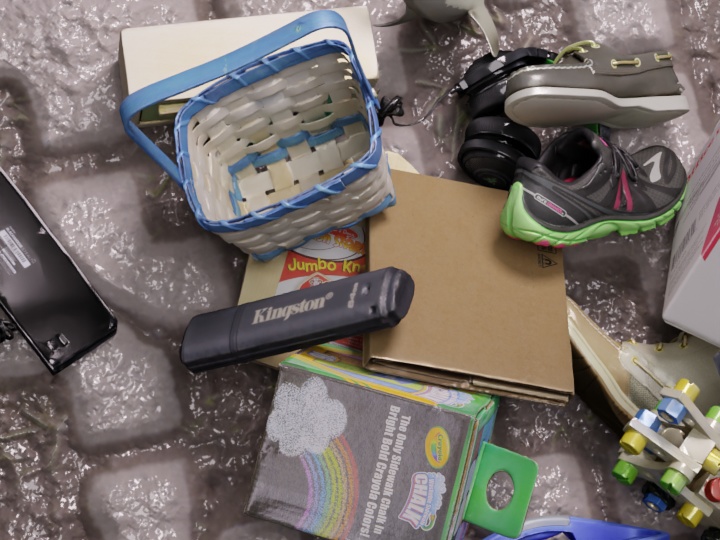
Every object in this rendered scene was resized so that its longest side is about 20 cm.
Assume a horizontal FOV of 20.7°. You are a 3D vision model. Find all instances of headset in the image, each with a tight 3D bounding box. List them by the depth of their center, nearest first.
[{"bbox_3d":[0.106,-0.121,1.623,0.200,0.094,0.124,6,73,-23],"label":"headset"}]

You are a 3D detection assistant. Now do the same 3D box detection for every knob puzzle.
[{"bbox_3d":[0.000,0.000,1.590,0.219,0.030,0.220,2,77,-9],"label":"knob puzzle"}]

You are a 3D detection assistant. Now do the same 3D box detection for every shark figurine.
[{"bbox_3d":[0.036,-0.228,1.577,0.089,0.214,0.128,-23,69,27],"label":"shark figurine"}]

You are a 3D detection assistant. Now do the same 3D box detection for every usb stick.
[{"bbox_3d":[-0.051,0.038,1.486,0.033,0.200,0.055,55,36,-31],"label":"usb stick"}]

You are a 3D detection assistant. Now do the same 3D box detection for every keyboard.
[{"bbox_3d":[-0.288,-0.004,1.554,0.104,0.040,0.200,-34,83,-37],"label":"keyboard"}]

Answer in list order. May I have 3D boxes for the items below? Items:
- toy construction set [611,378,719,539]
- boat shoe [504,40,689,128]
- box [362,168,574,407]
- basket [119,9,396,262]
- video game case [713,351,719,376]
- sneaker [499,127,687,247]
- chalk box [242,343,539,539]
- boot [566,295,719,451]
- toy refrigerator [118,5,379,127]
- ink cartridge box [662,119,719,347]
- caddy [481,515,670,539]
[{"bbox_3d":[0.270,0.172,1.484,0.092,0.131,0.200,-37,91,-20],"label":"toy construction set"},{"bbox_3d":[0.186,-0.151,1.587,0.202,0.072,0.060,-2,78,-43],"label":"boat shoe"},{"bbox_3d":[0.081,0.009,1.531,0.163,0.021,0.200,11,48,-12],"label":"box"},{"bbox_3d":[-0.069,-0.103,1.480,0.176,0.200,0.139,-21,62,6],"label":"basket"},{"bbox_3d":[0.342,0.155,1.518,0.019,0.200,0.143,-30,52,21],"label":"video game case"},{"bbox_3d":[0.194,-0.074,1.568,0.200,0.077,0.084,-17,118,-43],"label":"sneaker"},{"bbox_3d":[0.033,0.142,1.478,0.200,0.124,0.125,16,99,9],"label":"chalk box"},{"bbox_3d":[0.251,0.063,1.594,0.155,0.072,0.200,-43,93,-13],"label":"boot"},{"bbox_3d":[-0.091,-0.161,1.587,0.200,0.076,0.070,-6,80,-10],"label":"toy refrigerator"},{"bbox_3d":[0.310,-0.051,1.543,0.084,0.145,0.200,25,35,-3],"label":"ink cartridge box"},{"bbox_3d":[0.142,0.241,1.506,0.200,0.141,0.105,-9,85,-11],"label":"caddy"}]
